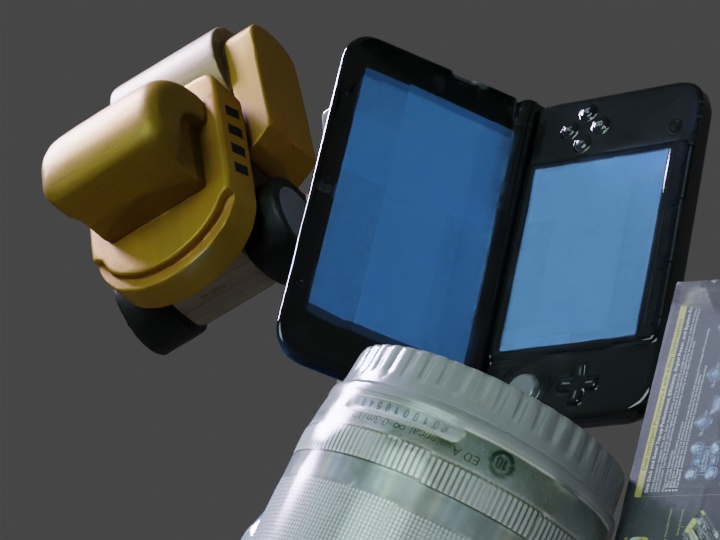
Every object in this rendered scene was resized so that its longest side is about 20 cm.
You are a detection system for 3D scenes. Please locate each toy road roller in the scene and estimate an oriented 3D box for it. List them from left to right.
[{"bbox_3d":[-0.111,-0.067,1.666,0.122,0.146,0.201,-29,46,20],"label":"toy road roller"}]

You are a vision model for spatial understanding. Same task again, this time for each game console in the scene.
[{"bbox_3d":[0.072,-0.026,1.507,0.170,0.118,0.201,-9,56,36],"label":"game console"}]

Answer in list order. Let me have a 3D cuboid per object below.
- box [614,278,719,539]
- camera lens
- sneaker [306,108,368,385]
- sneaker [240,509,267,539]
[{"bbox_3d":[0.203,0.098,1.360,0.160,0.049,0.201,-4,59,36],"label":"box"},{"bbox_3d":[0.021,0.157,1.385,0.159,0.160,0.201,12,69,44],"label":"camera lens"},{"bbox_3d":[0.000,-0.001,1.565,0.070,0.093,0.201,-19,50,29],"label":"sneaker"},{"bbox_3d":[-0.063,0.205,1.502,0.201,0.072,0.072,-57,4,3],"label":"sneaker"}]
